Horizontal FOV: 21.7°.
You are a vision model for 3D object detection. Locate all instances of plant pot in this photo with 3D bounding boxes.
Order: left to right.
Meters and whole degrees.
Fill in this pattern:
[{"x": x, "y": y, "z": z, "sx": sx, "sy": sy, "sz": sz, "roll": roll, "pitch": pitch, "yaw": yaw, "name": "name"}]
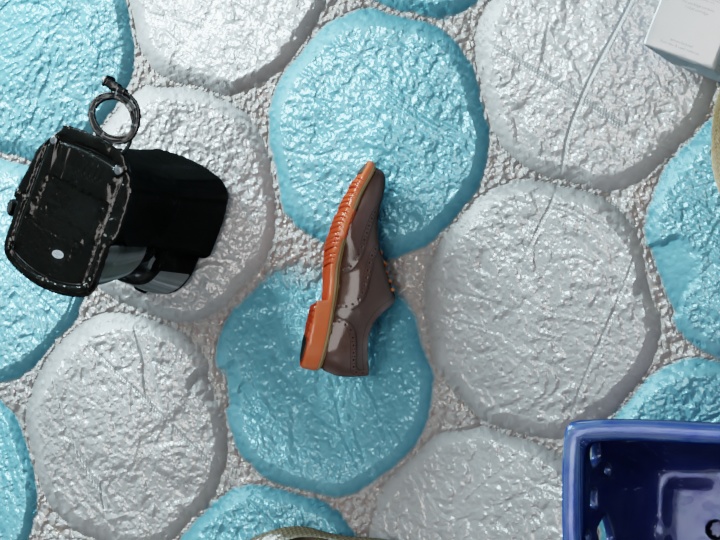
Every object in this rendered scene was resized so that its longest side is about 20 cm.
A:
[{"x": 0.284, "y": 0.222, "z": 1.547, "sx": 0.199, "sy": 0.180, "sz": 0.202, "roll": -1, "pitch": 87, "yaw": 23, "name": "plant pot"}]

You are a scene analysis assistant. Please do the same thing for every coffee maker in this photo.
[{"x": -0.210, "y": -0.067, "z": 1.751, "sx": 0.192, "sy": 0.200, "sz": 0.135, "roll": -46, "pitch": 75, "yaw": 17, "name": "coffee maker"}]

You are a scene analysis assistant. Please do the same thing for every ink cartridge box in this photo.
[{"x": 0.316, "y": -0.266, "z": 1.590, "sx": 0.068, "sy": 0.116, "sz": 0.201, "roll": 23, "pitch": 96, "yaw": 20, "name": "ink cartridge box"}]

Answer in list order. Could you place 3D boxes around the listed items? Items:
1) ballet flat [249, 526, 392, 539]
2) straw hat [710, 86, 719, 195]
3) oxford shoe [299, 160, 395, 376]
[{"x": -0.030, "y": 0.275, "z": 1.745, "sx": 0.199, "sy": 0.046, "sz": 0.068, "roll": 1, "pitch": 87, "yaw": 22, "name": "ballet flat"}, {"x": 0.392, "y": -0.113, "z": 1.570, "sx": 0.200, "sy": 0.085, "sz": 0.203, "roll": 5, "pitch": 101, "yaw": 30, "name": "straw hat"}, {"x": 0.000, "y": 0.000, "z": 1.746, "sx": 0.072, "sy": 0.071, "sz": 0.201, "roll": 14, "pitch": 90, "yaw": -6, "name": "oxford shoe"}]
